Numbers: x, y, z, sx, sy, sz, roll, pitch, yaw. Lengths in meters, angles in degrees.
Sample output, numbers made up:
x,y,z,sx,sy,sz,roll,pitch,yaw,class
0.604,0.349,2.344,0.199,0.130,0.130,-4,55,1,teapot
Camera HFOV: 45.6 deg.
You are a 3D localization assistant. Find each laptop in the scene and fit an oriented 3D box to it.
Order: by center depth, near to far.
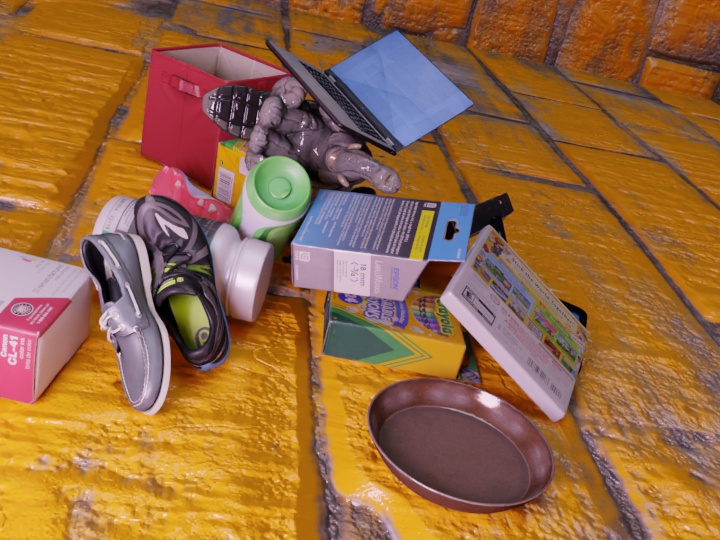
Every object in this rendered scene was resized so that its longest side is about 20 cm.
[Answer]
x,y,z,sx,sy,sz,roll,pitch,yaw,class
0.013,-0.256,1.118,0.199,0.116,0.188,15,30,-54,laptop

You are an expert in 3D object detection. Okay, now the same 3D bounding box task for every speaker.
x,y,z,sx,sy,sz,roll,pitch,yaw,class
-0.120,-0.067,1.078,0.087,0.200,0.090,6,69,-16,speaker

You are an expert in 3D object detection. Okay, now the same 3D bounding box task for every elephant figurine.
x,y,z,sx,sy,sz,roll,pitch,yaw,class
-0.044,-0.154,1.132,0.197,0.142,0.156,23,49,-5,elephant figurine

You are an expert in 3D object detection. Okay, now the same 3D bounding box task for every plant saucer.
x,y,z,sx,sy,sz,roll,pitch,yaw,class
0.099,0.182,0.878,0.197,0.035,0.201,12,25,-6,plant saucer

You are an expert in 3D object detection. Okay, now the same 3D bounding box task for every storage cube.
x,y,z,sx,sy,sz,roll,pitch,yaw,class
-0.239,-0.262,1.428,0.169,0.182,0.199,26,27,24,storage cube

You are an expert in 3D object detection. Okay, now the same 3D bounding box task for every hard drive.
x,y,z,sx,sy,sz,roll,pitch,yaw,class
0.133,-0.060,1.291,0.138,0.038,0.199,-21,4,35,hard drive

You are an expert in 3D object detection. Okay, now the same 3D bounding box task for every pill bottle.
x,y,z,sx,sy,sz,roll,pitch,yaw,class
-0.209,-0.011,1.013,0.197,0.115,0.113,14,25,2,pill bottle

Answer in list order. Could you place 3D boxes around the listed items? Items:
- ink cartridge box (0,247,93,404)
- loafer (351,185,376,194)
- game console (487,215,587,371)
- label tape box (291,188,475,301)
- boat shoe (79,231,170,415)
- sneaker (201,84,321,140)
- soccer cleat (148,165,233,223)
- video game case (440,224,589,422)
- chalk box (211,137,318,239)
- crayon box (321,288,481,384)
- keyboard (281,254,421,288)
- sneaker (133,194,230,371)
x,y,z,sx,sy,sz,roll,pitch,yaw,class
-0.386,0.041,0.851,0.197,0.087,0.148,15,26,-2,ink cartridge box
-0.009,-0.107,1.365,0.075,0.068,0.200,-7,33,-37,loafer
0.236,0.026,1.176,0.115,0.178,0.200,-9,18,20,game console
0.030,-0.030,1.014,0.197,0.064,0.145,7,33,9,label tape box
-0.240,0.050,0.855,0.061,0.073,0.202,12,52,-45,boat shoe
-0.144,-0.230,1.275,0.197,0.077,0.079,7,11,-28,sneaker
-0.238,-0.091,1.237,0.199,0.067,0.076,32,-1,43,soccer cleat
0.195,0.059,1.050,0.200,0.023,0.182,46,37,-5,video game case
-0.114,-0.133,1.298,0.123,0.126,0.199,27,30,26,chalk box
0.054,0.070,1.059,0.197,0.052,0.126,12,25,-7,crayon box
0.000,0.000,1.125,0.198,0.021,0.126,11,-1,45,keyboard
-0.190,0.008,0.912,0.070,0.202,0.083,-20,-9,-2,sneaker
